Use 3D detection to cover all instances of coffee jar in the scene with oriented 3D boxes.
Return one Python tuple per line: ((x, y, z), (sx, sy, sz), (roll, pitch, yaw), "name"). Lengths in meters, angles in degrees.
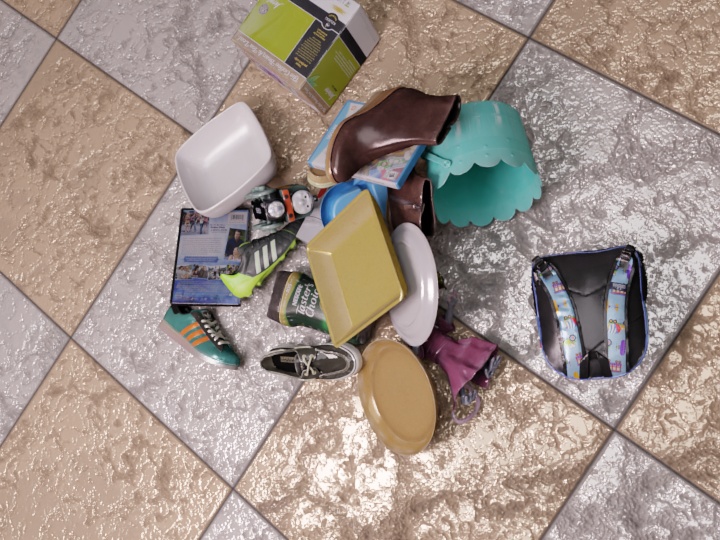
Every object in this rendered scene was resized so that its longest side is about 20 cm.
((-0.073, 0.065, 1.394), (0.197, 0.085, 0.106), (11, 84, 21), "coffee jar")

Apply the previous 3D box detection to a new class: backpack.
((0.369, 0.074, 1.211), (0.180, 0.134, 0.203), (-8, 76, 17), "backpack")

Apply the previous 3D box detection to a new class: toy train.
((-0.146, -0.121, 1.396), (0.113, 0.200, 0.086), (-17, 99, -14), "toy train")

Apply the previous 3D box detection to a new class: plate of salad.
((0.088, 0.022, 1.251), (0.047, 0.200, 0.203), (-3, 74, -23), "plate of salad")

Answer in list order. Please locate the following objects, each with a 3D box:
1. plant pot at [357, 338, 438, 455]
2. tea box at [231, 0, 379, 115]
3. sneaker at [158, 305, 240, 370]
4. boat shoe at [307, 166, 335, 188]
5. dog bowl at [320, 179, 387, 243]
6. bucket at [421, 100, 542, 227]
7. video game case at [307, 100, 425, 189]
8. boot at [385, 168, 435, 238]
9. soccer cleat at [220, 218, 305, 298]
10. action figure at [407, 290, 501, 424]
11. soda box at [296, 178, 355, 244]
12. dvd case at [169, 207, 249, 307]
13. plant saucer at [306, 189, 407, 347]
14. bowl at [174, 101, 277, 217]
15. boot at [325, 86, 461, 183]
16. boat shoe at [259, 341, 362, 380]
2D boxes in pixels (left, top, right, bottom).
((0.066, 0.213, 1.298), (0.199, 0.027, 0.203), (17, 112, 48), "plant pot")
((-0.106, -0.453, 1.485), (0.199, 0.134, 0.197), (39, 92, 22), "tea box")
((-0.304, 0.120, 1.471), (0.199, 0.071, 0.081), (29, 94, 23), "sneaker")
((-0.023, -0.228, 1.371), (0.074, 0.067, 0.200), (33, 64, 26), "boat shoe")
((0.017, -0.122, 1.379), (0.198, 0.050, 0.113), (-24, 101, -11), "dog bowl")
((0.200, -0.179, 1.290), (0.204, 0.207, 0.137), (-15, 64, 16), "bucket")
((0.020, -0.216, 1.282), (0.198, 0.018, 0.144), (19, 69, 37), "video game case")
((0.085, -0.158, 1.278), (0.071, 0.166, 0.203), (-6, 99, -19), "boot")
((-0.183, -0.038, 1.445), (0.081, 0.067, 0.200), (42, 82, -9), "soccer cleat")
((0.147, 0.137, 1.315), (0.133, 0.150, 0.199), (-30, 46, -32), "action figure")
((-0.040, -0.131, 1.434), (0.068, 0.063, 0.202), (28, 89, 22), "soda box")
((-0.295, -0.028, 1.497), (0.140, 0.018, 0.203), (1, 72, 6), "dvd case")
((0.000, 0.000, 1.278), (0.200, 0.048, 0.202), (-39, 60, 43), "plant saucer")
((-0.258, -0.208, 1.505), (0.199, 0.075, 0.201), (-35, 55, 8), "bowl")
((0.049, -0.211, 1.190), (0.165, 0.073, 0.201), (14, 62, 39), "boot")
((-0.091, 0.169, 1.372), (0.198, 0.063, 0.072), (-5, 97, 30), "boat shoe")
